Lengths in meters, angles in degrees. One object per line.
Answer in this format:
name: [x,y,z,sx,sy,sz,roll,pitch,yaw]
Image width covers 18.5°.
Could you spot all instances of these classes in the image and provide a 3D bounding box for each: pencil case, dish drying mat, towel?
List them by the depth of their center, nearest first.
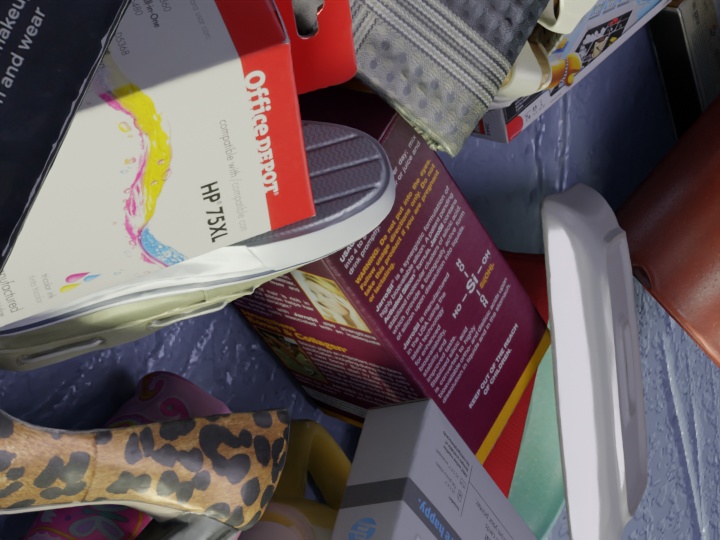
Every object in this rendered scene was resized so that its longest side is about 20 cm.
towel: [0.017,-0.180,0.972,0.200,0.034,0.193,38,76,-30]
pencil case: [-0.121,0.143,1.007,0.201,0.087,0.088,-55,139,-22]
dish drying mat: [0.064,0.087,1.214,0.077,0.018,0.202,4,100,-52]

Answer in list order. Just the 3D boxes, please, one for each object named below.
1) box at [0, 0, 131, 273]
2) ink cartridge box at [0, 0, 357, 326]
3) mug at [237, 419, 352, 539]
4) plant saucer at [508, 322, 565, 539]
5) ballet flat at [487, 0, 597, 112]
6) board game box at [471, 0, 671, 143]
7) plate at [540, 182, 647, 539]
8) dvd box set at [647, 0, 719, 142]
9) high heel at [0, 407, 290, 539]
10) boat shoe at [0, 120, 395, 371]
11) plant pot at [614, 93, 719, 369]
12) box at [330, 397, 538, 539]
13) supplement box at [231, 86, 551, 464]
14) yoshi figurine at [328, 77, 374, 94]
box: [-0.201,-0.065,0.724,0.199,0.117,0.198,28,79,-17]
ink cartridge box: [-0.087,-0.059,0.879,0.199,0.068,0.116,-20,147,-8]
mug: [-0.036,0.180,1.098,0.149,0.187,0.153,-36,133,-3]
plant saucer: [0.065,0.091,1.261,0.199,0.036,0.201,-24,121,-46]
ballet flat: [0.081,-0.129,1.101,0.072,0.072,0.201,-18,150,-47]
board game box: [0.117,-0.176,1.229,0.200,0.034,0.127,-41,132,-36]
plate: [0.131,0.054,1.202,0.200,0.032,0.201,-23,107,-78]
dvd box set: [0.257,-0.171,1.413,0.200,0.029,0.147,-49,137,-28]
high heel: [-0.125,0.052,0.938,0.142,0.071,0.200,-43,110,-18]
boat shoe: [-0.081,-0.011,0.956,0.199,0.072,0.062,-14,145,-2]
plant pot: [0.260,-0.034,1.316,0.195,0.201,0.201,-43,141,6]
box: [0.033,0.185,1.022,0.156,0.041,0.201,53,39,-34]
supplement box: [0.000,0.000,1.082,0.086,0.110,0.200,-58,141,-20]
yoshi figurine: [0.010,-0.186,1.048,0.111,0.112,0.202,-1,104,-31]
